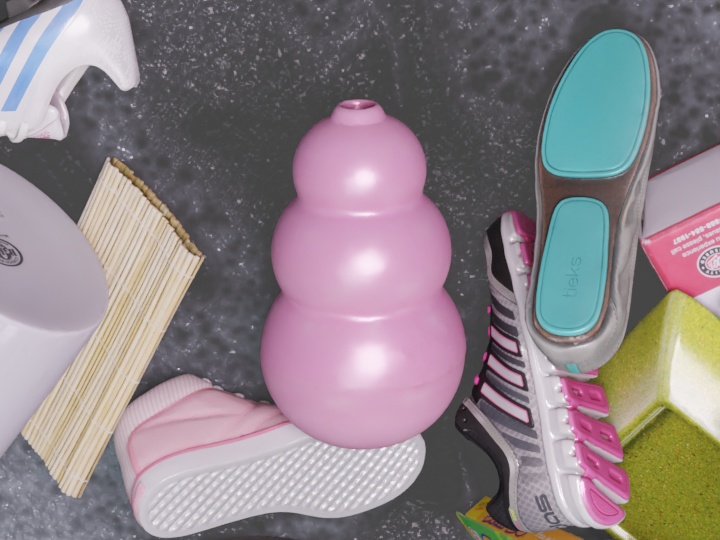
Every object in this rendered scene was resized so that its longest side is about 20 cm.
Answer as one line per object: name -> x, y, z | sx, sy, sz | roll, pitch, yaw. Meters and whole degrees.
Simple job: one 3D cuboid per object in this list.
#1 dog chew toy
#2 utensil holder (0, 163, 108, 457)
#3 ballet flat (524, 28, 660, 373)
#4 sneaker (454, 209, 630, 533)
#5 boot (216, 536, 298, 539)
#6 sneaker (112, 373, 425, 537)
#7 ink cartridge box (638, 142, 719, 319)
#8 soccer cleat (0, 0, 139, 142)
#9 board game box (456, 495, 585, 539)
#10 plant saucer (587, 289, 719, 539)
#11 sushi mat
dog chew toy -> 0.000, 0.000, 1.175 | 0.123, 0.125, 0.202 | 0, 110, 6
utensil holder -> -0.268, 0.050, 1.198 | 0.169, 0.170, 0.200 | 36, 114, -13
ballet flat -> 0.131, -0.038, 1.133 | 0.067, 0.202, 0.064 | 5, 159, 18
sneaker -> 0.092, 0.064, 1.172 | 0.087, 0.202, 0.073 | -24, 156, 31
boot -> -0.026, 0.254, 1.295 | 0.198, 0.139, 0.078 | 17, 119, -2
sneaker -> -0.063, 0.104, 1.265 | 0.198, 0.105, 0.076 | -7, 124, -25
ink cartridge box -> 0.269, 0.013, 1.168 | 0.147, 0.086, 0.201 | -25, 114, 18
soccer cleat -> -0.221, -0.102, 1.164 | 0.198, 0.070, 0.087 | -22, 102, 15
board game box -> 0.132, 0.199, 1.240 | 0.030, 0.200, 0.096 | -41, 111, -18
plant saucer -> 0.209, 0.132, 1.186 | 0.199, 0.048, 0.200 | 38, 144, 2
sushi mat -> -0.165, 0.037, 1.238 | 0.096, 0.012, 0.201 | 45, 121, 29
